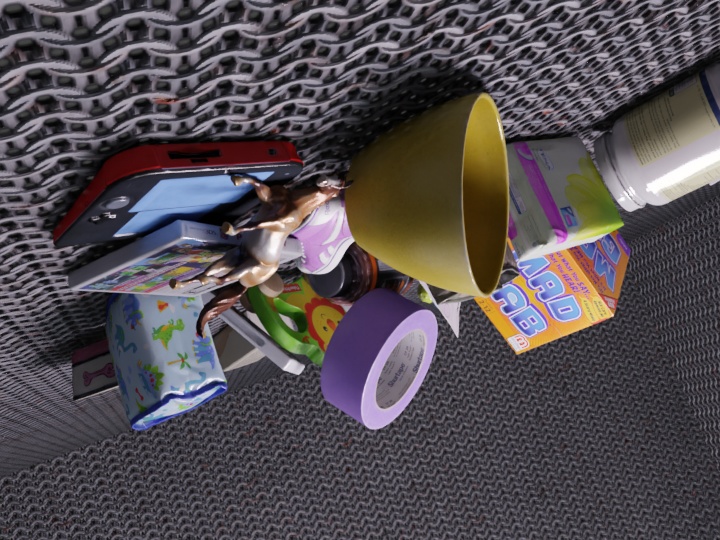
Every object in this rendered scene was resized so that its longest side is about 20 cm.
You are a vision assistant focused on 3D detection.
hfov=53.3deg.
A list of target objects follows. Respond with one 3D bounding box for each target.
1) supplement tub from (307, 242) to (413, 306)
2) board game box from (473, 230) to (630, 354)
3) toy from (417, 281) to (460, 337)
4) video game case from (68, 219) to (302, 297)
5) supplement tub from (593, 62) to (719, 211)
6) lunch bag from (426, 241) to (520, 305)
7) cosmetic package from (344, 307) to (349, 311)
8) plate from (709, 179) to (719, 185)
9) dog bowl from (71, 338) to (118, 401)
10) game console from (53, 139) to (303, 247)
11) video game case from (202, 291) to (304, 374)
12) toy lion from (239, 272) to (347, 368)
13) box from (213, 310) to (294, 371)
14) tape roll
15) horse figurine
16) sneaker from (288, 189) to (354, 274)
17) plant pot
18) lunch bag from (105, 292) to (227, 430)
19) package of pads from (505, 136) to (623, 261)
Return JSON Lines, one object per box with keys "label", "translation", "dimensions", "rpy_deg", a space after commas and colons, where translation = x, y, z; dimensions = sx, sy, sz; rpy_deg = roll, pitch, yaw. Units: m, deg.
{"label": "supplement tub", "translation": [0.000, 0.000, 1.150], "dimensions": [0.106, 0.109, 0.199], "rpy_deg": [-27, 168, 32]}
{"label": "board game box", "translation": [0.317, -0.019, 1.247], "dimensions": [0.199, 0.201, 0.200], "rpy_deg": [-30, -165, 41]}
{"label": "toy", "translation": [0.113, 0.010, 1.185], "dimensions": [0.046, 0.117, 0.201], "rpy_deg": [-8, 139, 25]}
{"label": "video game case", "translation": [-0.195, -0.008, 0.809], "dimensions": [0.198, 0.023, 0.181], "rpy_deg": [-18, 165, 34]}
{"label": "supplement tub", "translation": [0.455, -0.185, 1.032], "dimensions": [0.199, 0.147, 0.144], "rpy_deg": [-28, 168, 36]}
{"label": "lunch bag", "translation": [0.152, -0.047, 1.058], "dimensions": [0.117, 0.166, 0.199], "rpy_deg": [-32, 165, 27]}
{"label": "cosmetic package", "translation": [-0.012, 0.089, 1.667], "dimensions": [0.112, 0.082, 0.199], "rpy_deg": [-29, 167, 34]}
{"label": "plate", "translation": [0.608, -0.250, 1.087], "dimensions": [0.202, 0.032, 0.200], "rpy_deg": [-61, 180, -15]}
{"label": "dog bowl", "translation": [-0.370, 0.142, 1.154], "dimensions": [0.197, 0.075, 0.200], "rpy_deg": [-19, 177, -1]}
{"label": "game console", "translation": [-0.166, -0.068, 0.670], "dimensions": [0.198, 0.032, 0.176], "rpy_deg": [-11, 165, -44]}
{"label": "video game case", "translation": [-0.171, 0.098, 1.131], "dimensions": [0.024, 0.181, 0.200], "rpy_deg": [-51, 173, -7]}
{"label": "toy lion", "translation": [-0.078, 0.086, 1.165], "dimensions": [0.069, 0.193, 0.199], "rpy_deg": [-42, 160, 28]}
{"label": "box", "translation": [-0.223, 0.138, 1.481], "dimensions": [0.094, 0.079, 0.199], "rpy_deg": [-14, 167, -37]}
{"label": "tape roll", "translation": [0.032, 0.136, 1.114], "dimensions": [0.199, 0.084, 0.203], "rpy_deg": [-37, 141, -38]}
{"label": "horse figurine", "translation": [-0.105, -0.026, 0.701], "dimensions": [0.132, 0.050, 0.201], "rpy_deg": [-12, 142, -56]}
{"label": "sneaker", "translation": [-0.069, -0.051, 0.890], "dimensions": [0.112, 0.074, 0.200], "rpy_deg": [-3, 159, -28]}
{"label": "plant pot", "translation": [0.066, -0.076, 0.748], "dimensions": [0.140, 0.204, 0.199], "rpy_deg": [1, 180, 24]}
{"label": "lunch bag", "translation": [-0.283, 0.117, 0.983], "dimensions": [0.126, 0.173, 0.199], "rpy_deg": [-7, 162, -43]}
{"label": "package of pads", "translation": [0.268, -0.108, 1.015], "dimensions": [0.198, 0.157, 0.068], "rpy_deg": [-12, 164, -40]}
